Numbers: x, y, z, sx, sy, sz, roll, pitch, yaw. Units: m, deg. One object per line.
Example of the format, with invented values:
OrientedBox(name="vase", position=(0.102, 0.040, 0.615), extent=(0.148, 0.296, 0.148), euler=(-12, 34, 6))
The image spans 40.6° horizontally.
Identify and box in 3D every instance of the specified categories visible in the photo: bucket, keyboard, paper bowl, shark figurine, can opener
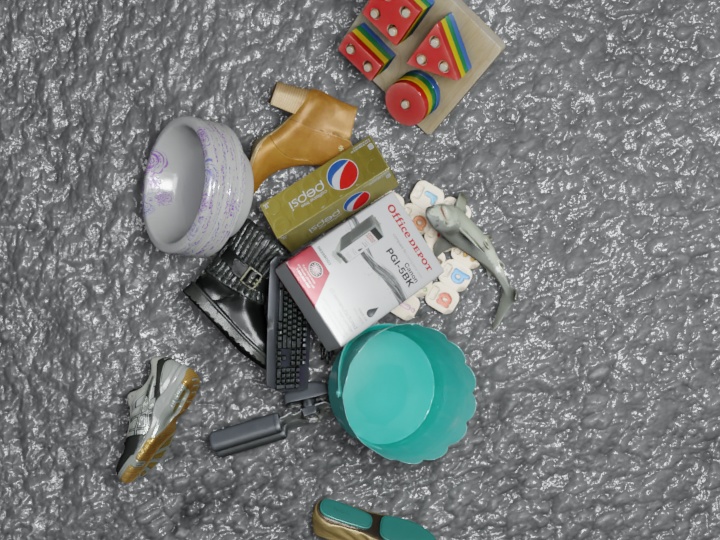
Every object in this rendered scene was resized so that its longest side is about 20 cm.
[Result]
OrientedBox(name="bucket", position=(0.053, 0.173, 1.418), extent=(0.205, 0.135, 0.210), euler=(1, 88, -18))
OrientedBox(name="keyboard", position=(-0.085, 0.080, 1.465), extent=(0.126, 0.020, 0.203), euler=(-1, 95, -39))
OrientedBox(name="paper bowl", position=(-0.233, -0.120, 1.437), extent=(0.104, 0.200, 0.203), euler=(6, 91, -41))
OrientedBox(name="shark figurine", position=(0.158, -0.024, 1.465), extent=(0.089, 0.128, 0.215), euler=(-33, 108, 27))
OrientedBox(name="can opener", position=(-0.137, 0.227, 1.500), extent=(0.198, 0.053, 0.067), euler=(-17, 58, 2))

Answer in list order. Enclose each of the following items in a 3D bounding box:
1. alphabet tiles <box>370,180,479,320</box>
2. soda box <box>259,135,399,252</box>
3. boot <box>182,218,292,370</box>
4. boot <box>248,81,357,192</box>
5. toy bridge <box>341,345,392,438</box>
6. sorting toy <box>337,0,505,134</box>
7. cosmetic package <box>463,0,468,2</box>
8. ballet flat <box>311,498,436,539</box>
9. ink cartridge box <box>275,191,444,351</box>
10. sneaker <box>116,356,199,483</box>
OrientedBox(name="alphabet tiles", position=(0.084, -0.031, 1.500), extent=(0.194, 0.015, 0.201), euler=(30, 91, 2))
OrientedBox(name="soda box", position=(-0.047, -0.113, 1.467), extent=(0.199, 0.064, 0.068), euler=(-32, 65, 4))
OrientedBox(name="boot", position=(-0.148, 0.043, 1.478), extent=(0.158, 0.079, 0.211), euler=(-46, 103, -12))
OrientedBox(name="boot", position=(-0.092, -0.176, 1.482), extent=(0.143, 0.071, 0.203), euler=(20, 105, -13))
OrientedBox(name="toy bridge", position=(-0.002, 0.160, 1.497), extent=(0.066, 0.027, 0.202), euler=(-12, 91, 3))
OrientedBox(name="sorting toy", position=(0.073, -0.317, 1.410), extent=(0.199, 0.200, 0.070), euler=(45, 47, 1))
OrientedBox(name="cosmetic package", position=(0.143, -0.449, 1.402), extent=(0.074, 0.200, 0.102), euler=(44, 90, 2))
OrientedBox(name="ballet flat", position=(0.020, 0.405, 1.490), extent=(0.198, 0.069, 0.064), euler=(19, 119, 4))
OrientedBox(name="ink cartridge box", position=(0.000, 0.000, 1.420), extent=(0.199, 0.083, 0.147), euler=(-35, 92, -18))
OrientedBox(name="sneaker", position=(-0.328, 0.226, 1.497), extent=(0.087, 0.076, 0.201), euler=(29, 88, 17))
